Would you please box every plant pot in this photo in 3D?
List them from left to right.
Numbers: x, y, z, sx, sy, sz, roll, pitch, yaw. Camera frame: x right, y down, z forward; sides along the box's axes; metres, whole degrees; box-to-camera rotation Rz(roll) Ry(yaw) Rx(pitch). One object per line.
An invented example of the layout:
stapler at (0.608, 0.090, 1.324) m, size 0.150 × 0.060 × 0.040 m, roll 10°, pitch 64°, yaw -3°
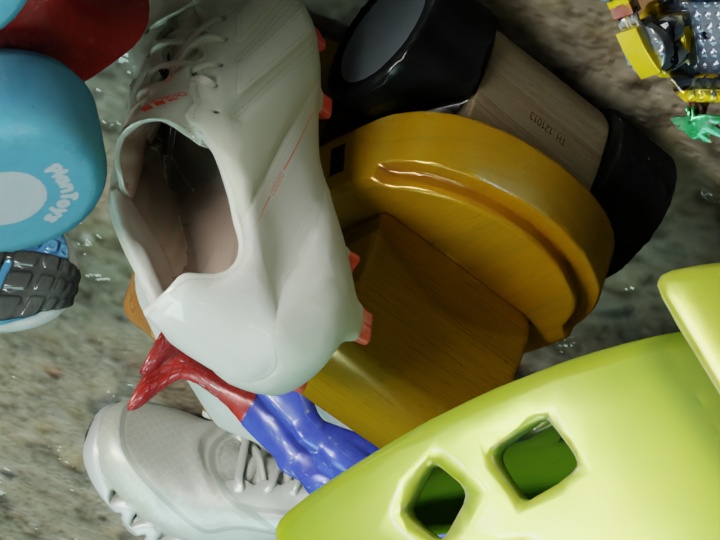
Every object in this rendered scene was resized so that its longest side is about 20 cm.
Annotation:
plant pot at (0.128, 0.103, 0.878) m, size 0.181 × 0.199 × 0.200 m, roll -41°, pitch 158°, yaw 28°

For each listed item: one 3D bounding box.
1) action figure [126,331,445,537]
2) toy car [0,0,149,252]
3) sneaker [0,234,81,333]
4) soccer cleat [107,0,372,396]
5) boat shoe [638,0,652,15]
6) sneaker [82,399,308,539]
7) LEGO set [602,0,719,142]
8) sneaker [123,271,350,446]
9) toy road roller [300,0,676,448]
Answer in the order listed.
action figure at (0.006, 0.085, 1.100) m, size 0.200 × 0.052 × 0.065 m, roll 28°, pitch 150°, yaw 1°
toy car at (-0.059, -0.136, 0.869) m, size 0.200 × 0.184 × 0.177 m, roll -14°, pitch 143°, yaw -1°
sneaker at (-0.191, -0.003, 1.200) m, size 0.200 × 0.075 × 0.087 m, roll 10°, pitch 155°, yaw 30°
soccer cleat at (-0.049, -0.046, 0.938) m, size 0.078 × 0.200 × 0.069 m, roll 28°, pitch 122°, yaw -38°
boat shoe at (0.131, -0.116, 0.839) m, size 0.068 × 0.072 × 0.200 m, roll 26°, pitch 147°, yaw -8°
sneaker at (-0.023, 0.101, 1.264) m, size 0.200 × 0.075 × 0.081 m, roll 26°, pitch 134°, yaw -14°
LEGO set at (0.102, -0.115, 0.734) m, size 0.154 × 0.116 × 0.200 m, roll 14°, pitch 118°, yaw 36°
sneaker at (-0.007, 0.050, 1.174) m, size 0.200 × 0.073 × 0.085 m, roll 40°, pitch 147°, yaw -10°
toy road roller at (0.000, 0.000, 1.014) m, size 0.123 × 0.146 × 0.200 m, roll 37°, pitch 144°, yaw -24°
